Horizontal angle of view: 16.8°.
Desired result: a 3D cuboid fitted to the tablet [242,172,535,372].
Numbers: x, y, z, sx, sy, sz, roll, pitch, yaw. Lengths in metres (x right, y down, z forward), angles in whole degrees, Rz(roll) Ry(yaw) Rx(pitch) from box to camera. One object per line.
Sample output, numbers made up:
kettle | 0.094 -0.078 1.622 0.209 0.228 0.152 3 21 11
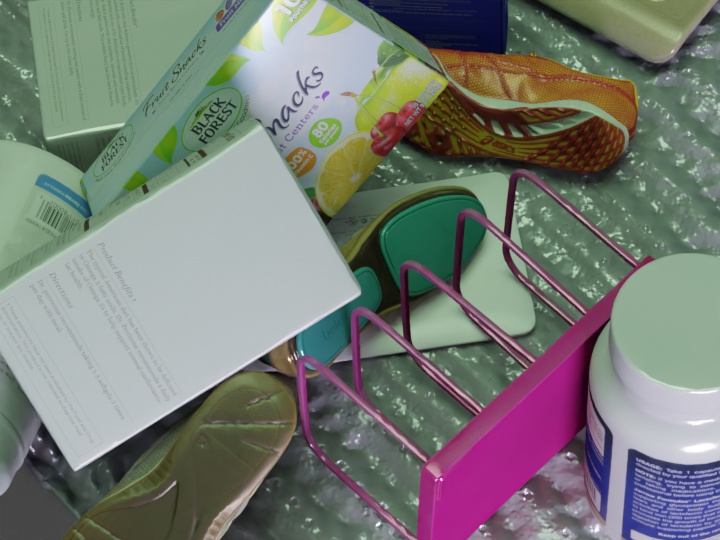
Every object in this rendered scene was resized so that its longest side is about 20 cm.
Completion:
tablet | 0.010 0.000 1.634 0.198 0.014 0.131 -8 57 -1

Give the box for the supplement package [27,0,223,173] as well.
supplement package | -0.114 -0.117 1.653 0.198 0.120 0.122 -9 57 -3

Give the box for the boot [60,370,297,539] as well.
boot | -0.111 0.140 1.480 0.072 0.155 0.200 42 90 0

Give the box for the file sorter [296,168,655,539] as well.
file sorter | 0.070 0.056 1.513 0.125 0.139 0.200 41 68 21

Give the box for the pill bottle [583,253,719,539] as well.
pill bottle | 0.192 0.083 1.456 0.115 0.201 0.117 -2 57 2

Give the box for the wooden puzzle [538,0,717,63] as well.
wooden puzzle | 0.201 -0.254 1.770 0.185 0.046 0.200 31 69 22

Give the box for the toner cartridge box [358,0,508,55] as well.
toner cartridge box | 0.004 -0.192 1.709 0.198 0.095 0.043 4 56 5

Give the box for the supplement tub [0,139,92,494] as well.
supplement tub | -0.244 0.029 1.562 0.131 0.132 0.201 15 59 13

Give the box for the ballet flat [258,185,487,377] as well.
ballet flat | 0.000 0.000 1.581 0.063 0.069 0.200 6 31 45

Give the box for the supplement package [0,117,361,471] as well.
supplement package | -0.115 0.011 1.450 0.199 0.117 0.117 -31 97 -3

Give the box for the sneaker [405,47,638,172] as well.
sneaker | 0.093 -0.118 1.683 0.198 0.073 0.077 16 37 9

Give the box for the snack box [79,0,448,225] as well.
snack box | -0.062 -0.088 1.547 0.200 0.142 0.053 -50 35 17
